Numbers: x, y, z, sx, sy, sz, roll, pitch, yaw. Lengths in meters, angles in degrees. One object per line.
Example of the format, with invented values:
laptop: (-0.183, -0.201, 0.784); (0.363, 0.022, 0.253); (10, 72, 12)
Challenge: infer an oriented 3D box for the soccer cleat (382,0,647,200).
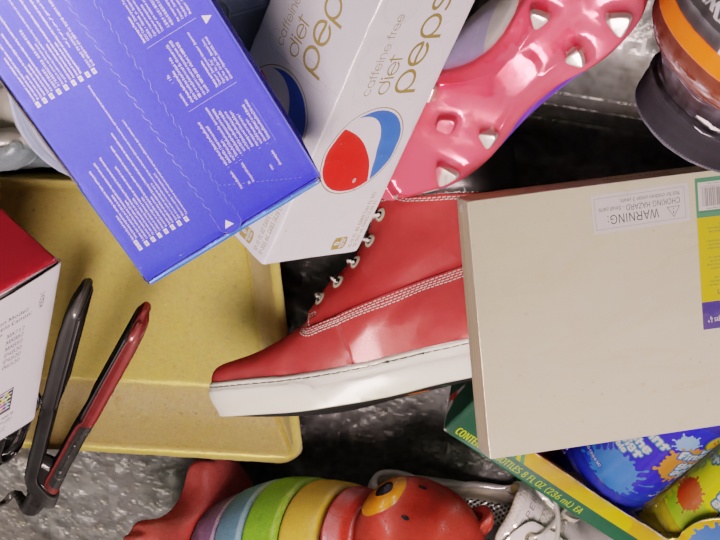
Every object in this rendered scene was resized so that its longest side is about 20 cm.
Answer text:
soccer cleat: (0.065, -0.102, 1.034); (0.200, 0.077, 0.067); (-36, 104, 32)

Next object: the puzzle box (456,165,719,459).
puzzle box: (0.152, 0.016, 1.047); (0.199, 0.025, 0.134); (-7, 99, -11)

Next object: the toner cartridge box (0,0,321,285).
toner cartridge box: (-0.105, -0.096, 0.888); (0.095, 0.043, 0.200); (-30, 125, 3)

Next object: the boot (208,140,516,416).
boot: (0.000, 0.000, 1.113); (0.199, 0.072, 0.145); (-16, 84, 21)

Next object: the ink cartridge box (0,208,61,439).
ink cartridge box: (-0.258, -0.018, 1.099); (0.200, 0.084, 0.176); (40, 139, 20)

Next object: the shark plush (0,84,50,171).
shark plush: (-0.131, -0.085, 1.121); (0.199, 0.091, 0.083); (-6, 152, -1)

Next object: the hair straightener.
hair straightener: (-0.188, 0.075, 1.197); (0.077, 0.041, 0.200); (25, 133, -8)

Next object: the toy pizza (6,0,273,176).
toy pizza: (-0.080, -0.125, 0.968); (0.200, 0.032, 0.201); (-27, 144, -22)

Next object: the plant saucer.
plant saucer: (-0.134, 0.017, 1.189); (0.199, 0.049, 0.200); (3, 129, 10)

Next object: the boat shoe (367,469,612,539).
boat shoe: (0.096, 0.161, 1.237); (0.199, 0.071, 0.069); (8, 130, 8)

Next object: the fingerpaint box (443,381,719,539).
fingerpaint box: (0.176, 0.073, 1.150); (0.200, 0.073, 0.167); (34, 126, -15)

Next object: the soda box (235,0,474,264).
soda box: (-0.007, -0.101, 0.980); (0.064, 0.068, 0.200); (44, 125, 31)

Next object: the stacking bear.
stacking bear: (-0.018, 0.166, 1.199); (0.200, 0.121, 0.114); (-11, 112, 36)

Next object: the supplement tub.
supplement tub: (0.206, -0.138, 0.958); (0.107, 0.107, 0.200); (25, 128, -8)
